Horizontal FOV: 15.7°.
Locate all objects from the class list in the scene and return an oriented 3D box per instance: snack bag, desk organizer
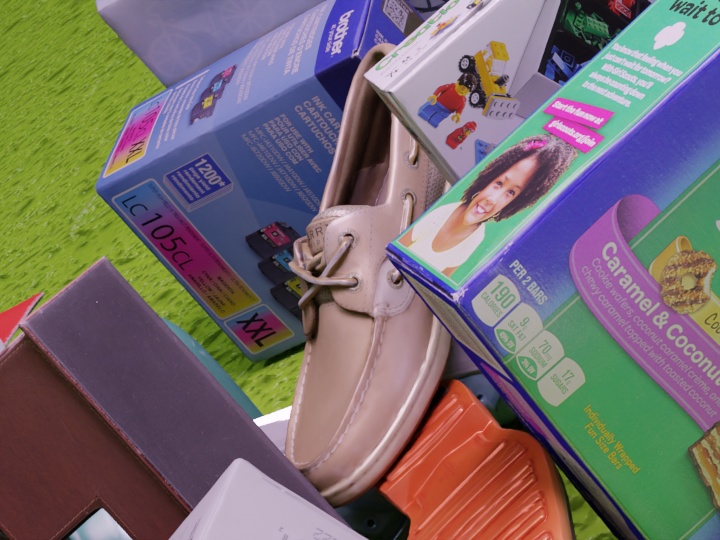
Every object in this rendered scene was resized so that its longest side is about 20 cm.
[{"bbox_3d":[-0.010,-0.107,1.301,0.188,0.200,0.021,-25,34,31],"label":"snack bag"},{"bbox_3d":[-0.069,0.102,1.010,0.077,0.200,0.072,-41,2,30],"label":"desk organizer"}]

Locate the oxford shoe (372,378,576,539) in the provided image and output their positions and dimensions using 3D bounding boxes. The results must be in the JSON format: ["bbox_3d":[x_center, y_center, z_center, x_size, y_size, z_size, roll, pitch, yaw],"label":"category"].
[{"bbox_3d":[0.058,0.103,0.990,0.071,0.073,0.200,-42,19,6],"label":"oxford shoe"}]

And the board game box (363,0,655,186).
[{"bbox_3d":[0.110,-0.040,1.008,0.126,0.200,0.035,-40,22,-1],"label":"board game box"}]

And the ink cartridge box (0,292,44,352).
[{"bbox_3d":[-0.258,0.069,1.237,0.199,0.045,0.176,-28,17,14],"label":"ink cartridge box"}]

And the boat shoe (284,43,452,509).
[{"bbox_3d":[0.000,0.000,1.069,0.072,0.065,0.201,-17,48,49],"label":"boat shoe"}]

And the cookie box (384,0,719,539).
[{"bbox_3d":[0.139,-0.009,0.952,0.200,0.171,0.075,-43,27,-5],"label":"cookie box"}]

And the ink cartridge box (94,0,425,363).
[{"bbox_3d":[-0.009,-0.054,1.282,0.199,0.137,0.077,-26,30,29],"label":"ink cartridge box"}]

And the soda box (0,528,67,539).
[{"bbox_3d":[-0.137,0.150,1.045,0.068,0.200,0.064,-33,25,20],"label":"soda box"}]

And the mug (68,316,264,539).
[{"bbox_3d":[-0.115,0.092,1.217,0.185,0.115,0.152,-6,41,52],"label":"mug"}]

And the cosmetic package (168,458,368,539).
[{"bbox_3d":[-0.056,0.167,0.939,0.200,0.101,0.071,-50,11,41],"label":"cosmetic package"}]

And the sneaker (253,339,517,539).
[{"bbox_3d":[0.012,0.089,1.120,0.199,0.082,0.074,-24,-18,5],"label":"sneaker"}]
